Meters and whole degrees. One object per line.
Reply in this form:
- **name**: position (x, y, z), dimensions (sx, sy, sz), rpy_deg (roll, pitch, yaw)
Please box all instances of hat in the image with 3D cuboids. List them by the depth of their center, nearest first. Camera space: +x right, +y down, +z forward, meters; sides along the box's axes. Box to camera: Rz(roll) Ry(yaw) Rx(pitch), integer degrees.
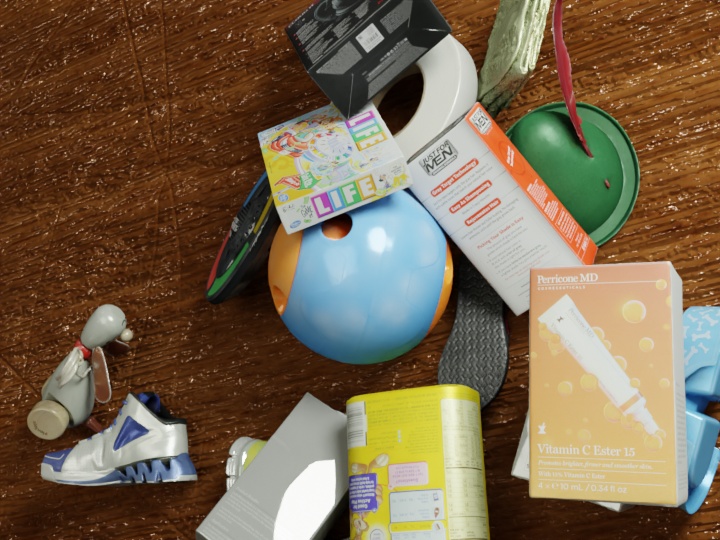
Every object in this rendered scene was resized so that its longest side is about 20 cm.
- **hat**: position (0.188, -0.129, 0.966), dimensions (0.165, 0.176, 0.201), rpy_deg (-24, 71, 16)

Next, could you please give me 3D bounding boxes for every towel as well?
- **towel**: position (0.162, -0.250, 0.999), dimensions (0.036, 0.200, 0.149), rpy_deg (14, 85, -2)

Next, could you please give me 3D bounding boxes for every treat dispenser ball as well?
- **treat dispenser ball**: position (0.000, 0.000, 1.014), dimensions (0.199, 0.201, 0.203), rpy_deg (-5, 78, 23)

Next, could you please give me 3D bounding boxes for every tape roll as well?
- **tape roll**: position (0.043, -0.189, 1.087), dimensions (0.202, 0.037, 0.204), rpy_deg (-18, 61, 36)

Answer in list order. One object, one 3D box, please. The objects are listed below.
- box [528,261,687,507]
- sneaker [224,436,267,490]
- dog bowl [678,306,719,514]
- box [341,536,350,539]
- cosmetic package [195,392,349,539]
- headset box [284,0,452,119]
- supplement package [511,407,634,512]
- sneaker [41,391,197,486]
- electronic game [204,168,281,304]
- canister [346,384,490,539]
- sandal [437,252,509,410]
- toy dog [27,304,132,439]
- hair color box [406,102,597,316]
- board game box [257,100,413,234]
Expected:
- **box**: position (0.219, 0.101, 0.832), dimensions (0.124, 0.097, 0.202), rpy_deg (-3, 79, 23)
- **sneaker**: position (-0.107, 0.291, 1.076), dimensions (0.090, 0.078, 0.202), rpy_deg (-6, 77, 21)
- **dog bowl**: position (0.319, 0.127, 0.900), dimensions (0.049, 0.111, 0.201), rpy_deg (13, 86, 34)
- **box**: position (0.033, 0.313, 1.013), dimensions (0.199, 0.068, 0.083), rpy_deg (-29, 69, 17)
- **cosmetic package**: position (-0.075, 0.244, 1.007), dimensions (0.107, 0.090, 0.200), rpy_deg (33, 56, 15)
- **headset box**: position (0.000, -0.275, 1.064), dimensions (0.149, 0.077, 0.200), rpy_deg (-39, 29, 8)
- **supplement package**: position (0.238, 0.123, 0.934), dimensions (0.113, 0.109, 0.201), rpy_deg (15, 86, 26)
- **sneaker**: position (-0.294, 0.211, 1.181), dimensions (0.198, 0.081, 0.116), rpy_deg (-6, 74, 16)
- **electronic game**: position (-0.129, -0.051, 1.108), dimensions (0.041, 0.200, 0.201), rpy_deg (28, 93, -17)
- **canister**: position (0.057, 0.223, 0.938), dimensions (0.148, 0.086, 0.202), rpy_deg (-10, 71, 23)
- **sandal**: position (0.132, 0.068, 1.036), dimensions (0.075, 0.045, 0.201), rpy_deg (3, 67, 19)
- **toy dog**: position (-0.340, 0.143, 1.195), dimensions (0.200, 0.096, 0.132), rpy_deg (-44, 21, 42)
- **hair color box**: position (0.143, -0.062, 0.976), dimensions (0.101, 0.061, 0.200), rpy_deg (-35, 99, 33)
- **board game box**: position (-0.033, -0.119, 0.989), dimensions (0.134, 0.034, 0.200), rpy_deg (-22, 31, 0)
